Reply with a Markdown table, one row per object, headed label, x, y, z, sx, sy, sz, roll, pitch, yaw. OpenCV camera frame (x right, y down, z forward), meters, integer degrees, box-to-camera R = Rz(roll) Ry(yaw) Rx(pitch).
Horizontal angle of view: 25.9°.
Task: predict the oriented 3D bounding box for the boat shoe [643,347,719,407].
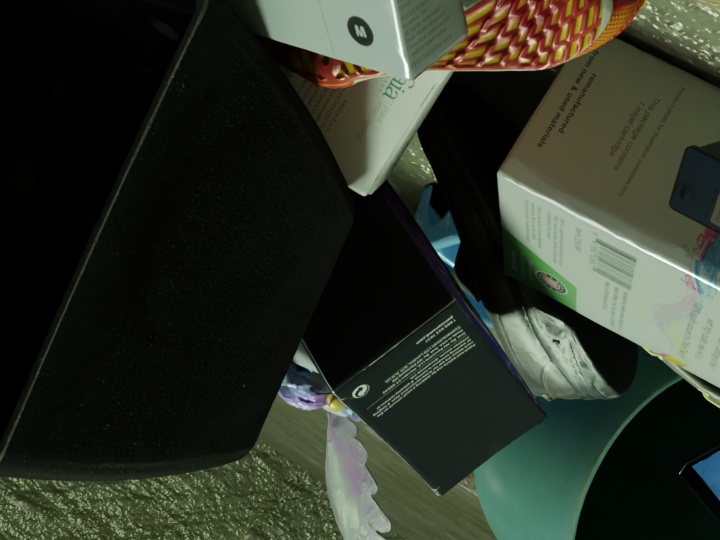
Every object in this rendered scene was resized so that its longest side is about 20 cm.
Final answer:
| label | x | y | z | sx | sy | sz | roll | pitch | yaw |
| --- | --- | --- | --- | --- | --- | --- | --- | --- | --- |
| boat shoe | 0.215 | 0.049 | 0.823 | 0.201 | 0.073 | 0.060 | 34 | -166 | 21 |

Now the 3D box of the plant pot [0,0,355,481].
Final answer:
| label | x | y | z | sx | sy | sz | roll | pitch | yaw |
| --- | --- | --- | --- | --- | --- | --- | --- | --- | --- |
| plant pot | -0.119 | -0.018 | 0.698 | 0.198 | 0.202 | 0.177 | 21 | 175 | 38 |

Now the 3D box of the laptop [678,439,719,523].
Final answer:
| label | x | y | z | sx | sy | sz | roll | pitch | yaw |
| --- | --- | --- | --- | --- | --- | --- | --- | --- | --- |
| laptop | 0.315 | 0.140 | 0.890 | 0.199 | 0.104 | 0.177 | 20 | 162 | 43 |

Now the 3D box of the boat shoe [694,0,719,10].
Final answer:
| label | x | y | z | sx | sy | sz | roll | pitch | yaw |
| --- | --- | --- | --- | --- | --- | --- | --- | --- | --- |
| boat shoe | 0.165 | -0.089 | 0.484 | 0.199 | 0.074 | 0.069 | 21 | 157 | 39 |

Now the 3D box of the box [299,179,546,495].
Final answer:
| label | x | y | z | sx | sy | sz | roll | pitch | yaw |
| --- | --- | --- | --- | --- | --- | --- | --- | --- | --- |
| box | 0.000 | 0.000 | 0.824 | 0.201 | 0.078 | 0.141 | 57 | -177 | 37 |

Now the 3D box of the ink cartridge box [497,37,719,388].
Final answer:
| label | x | y | z | sx | sy | sz | roll | pitch | yaw |
| --- | --- | --- | --- | --- | --- | --- | --- | --- | --- |
| ink cartridge box | 0.170 | -0.008 | 0.731 | 0.199 | 0.088 | 0.146 | 30 | 167 | 15 |

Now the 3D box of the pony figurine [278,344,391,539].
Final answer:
| label | x | y | z | sx | sy | sz | roll | pitch | yaw |
| --- | --- | --- | --- | --- | --- | --- | --- | --- | --- |
| pony figurine | -0.009 | 0.072 | 1.043 | 0.199 | 0.167 | 0.194 | 30 | -160 | -35 |

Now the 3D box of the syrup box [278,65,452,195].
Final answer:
| label | x | y | z | sx | sy | sz | roll | pitch | yaw |
| --- | --- | --- | --- | --- | --- | --- | --- | --- | --- |
| syrup box | -0.050 | -0.131 | 0.750 | 0.199 | 0.079 | 0.082 | 32 | -153 | -3 |

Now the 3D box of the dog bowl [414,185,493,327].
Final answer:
| label | x | y | z | sx | sy | sz | roll | pitch | yaw |
| --- | --- | --- | --- | --- | --- | --- | --- | --- | --- |
| dog bowl | 0.089 | -0.008 | 0.995 | 0.111 | 0.050 | 0.200 | 35 | 167 | -11 |

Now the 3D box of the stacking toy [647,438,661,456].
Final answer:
| label | x | y | z | sx | sy | sz | roll | pitch | yaw |
| --- | --- | --- | --- | --- | --- | --- | --- | --- | --- |
| stacking toy | 0.196 | 0.146 | 1.216 | 0.145 | 0.147 | 0.200 | 29 | -174 | 12 |

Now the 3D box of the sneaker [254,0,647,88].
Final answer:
| label | x | y | z | sx | sy | sz | roll | pitch | yaw |
| --- | --- | --- | --- | --- | --- | --- | --- | --- | --- |
| sneaker | 0.027 | -0.115 | 0.652 | 0.198 | 0.077 | 0.074 | 13 | 115 | 32 |

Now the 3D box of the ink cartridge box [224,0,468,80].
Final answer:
| label | x | y | z | sx | sy | sz | roll | pitch | yaw |
| --- | --- | --- | --- | --- | --- | --- | --- | --- | --- |
| ink cartridge box | -0.060 | -0.182 | 0.579 | 0.198 | 0.041 | 0.202 | 22 | 140 | 39 |

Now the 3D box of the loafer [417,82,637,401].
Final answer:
| label | x | y | z | sx | sy | sz | roll | pitch | yaw |
| --- | --- | --- | --- | --- | --- | --- | --- | --- | --- |
| loafer | 0.078 | -0.007 | 0.866 | 0.072 | 0.073 | 0.201 | -18 | 108 | 38 |

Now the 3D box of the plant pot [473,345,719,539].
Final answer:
| label | x | y | z | sx | sy | sz | roll | pitch | yaw |
| --- | --- | --- | --- | --- | --- | --- | --- | --- | --- |
| plant pot | 0.166 | 0.130 | 1.019 | 0.200 | 0.201 | 0.161 | 41 | 172 | -35 |
